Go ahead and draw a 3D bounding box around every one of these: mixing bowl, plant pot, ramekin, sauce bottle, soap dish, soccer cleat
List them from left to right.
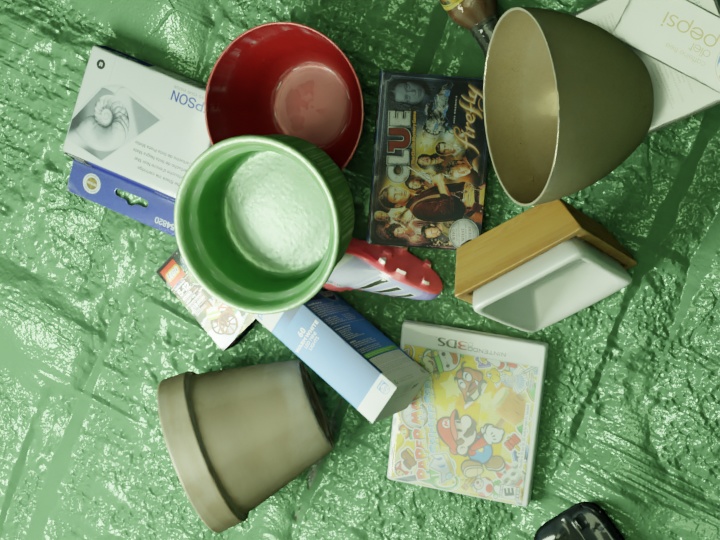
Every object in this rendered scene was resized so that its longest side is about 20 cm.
[{"bbox_3d":[-0.132,0.196,1.635,0.172,0.200,0.202,-23,91,3],"label":"plant pot"},{"bbox_3d":[-0.102,-0.059,1.507,0.198,0.098,0.202,4,105,17],"label":"ramekin"},{"bbox_3d":[-0.074,-0.194,1.583,0.198,0.108,0.203,3,100,18],"label":"mixing bowl"},{"bbox_3d":[0.000,0.000,1.598,0.198,0.067,0.077,19,124,-8],"label":"soccer cleat"},{"bbox_3d":[0.115,-0.330,1.523,0.064,0.065,0.201,-34,86,20],"label":"sauce bottle"},{"bbox_3d":[0.205,-0.006,1.479,0.156,0.200,0.082,-29,67,21],"label":"soap dish"},{"bbox_3d":[0.224,-0.173,1.380,0.133,0.200,0.203,-5,98,-15],"label":"plant pot"}]

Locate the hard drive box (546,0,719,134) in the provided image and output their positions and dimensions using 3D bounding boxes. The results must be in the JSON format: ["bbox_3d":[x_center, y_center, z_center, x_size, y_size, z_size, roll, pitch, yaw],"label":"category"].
[{"bbox_3d":[0.310,-0.231,1.465,0.198,0.077,0.157,-22,91,21],"label":"hard drive box"}]

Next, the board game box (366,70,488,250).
[{"bbox_3d":[0.081,-0.127,1.555,0.134,0.035,0.202,3,100,-5],"label":"board game box"}]

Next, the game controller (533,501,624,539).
[{"bbox_3d":[0.293,0.376,1.587,0.104,0.042,0.201,-38,84,34],"label":"game controller"}]

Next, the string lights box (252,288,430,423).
[{"bbox_3d":[-0.022,0.089,1.598,0.200,0.103,0.059,40,110,18],"label":"string lights box"}]

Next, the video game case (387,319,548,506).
[{"bbox_3d":[0.128,0.173,1.615,0.180,0.023,0.202,9,101,18],"label":"video game case"}]

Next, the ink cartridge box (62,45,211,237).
[{"bbox_3d":[-0.280,-0.160,1.694,0.198,0.041,0.202,22,104,15],"label":"ink cartridge box"}]

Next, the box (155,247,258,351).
[{"bbox_3d":[-0.146,-0.016,1.671,0.137,0.038,0.200,47,109,6],"label":"box"}]

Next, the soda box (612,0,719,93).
[{"bbox_3d":[0.365,-0.227,1.373,0.199,0.064,0.069,31,106,12],"label":"soda box"}]
